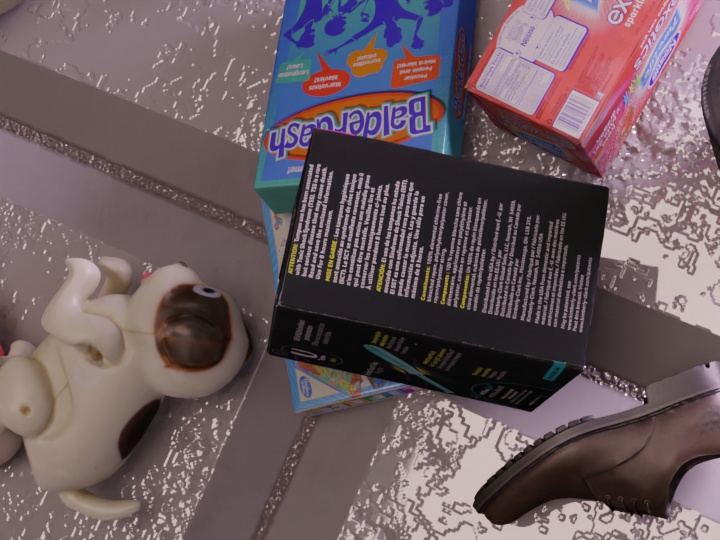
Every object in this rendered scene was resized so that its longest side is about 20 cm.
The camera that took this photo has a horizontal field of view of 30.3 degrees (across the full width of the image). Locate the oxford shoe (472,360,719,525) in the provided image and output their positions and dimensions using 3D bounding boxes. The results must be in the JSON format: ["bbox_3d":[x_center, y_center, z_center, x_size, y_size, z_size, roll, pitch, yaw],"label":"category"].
[{"bbox_3d":[0.173,0.139,0.913,0.200,0.073,0.085,-26,73,13],"label":"oxford shoe"}]

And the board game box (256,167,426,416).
[{"bbox_3d":[0.000,0.000,1.024,0.134,0.034,0.201,-14,74,17],"label":"board game box"}]

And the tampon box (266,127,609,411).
[{"bbox_3d":[0.047,0.003,0.904,0.199,0.150,0.127,12,73,-3],"label":"tampon box"}]

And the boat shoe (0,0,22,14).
[{"bbox_3d":[-0.355,-0.245,1.182,0.201,0.074,0.063,-38,77,13],"label":"boat shoe"}]

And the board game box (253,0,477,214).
[{"bbox_3d":[0.007,-0.145,1.019,0.152,0.045,0.201,-4,64,22],"label":"board game box"}]

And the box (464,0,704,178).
[{"bbox_3d":[0.175,-0.184,0.967,0.102,0.095,0.200,29,89,23],"label":"box"}]

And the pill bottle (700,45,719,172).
[{"bbox_3d":[0.276,-0.100,0.855,0.106,0.200,0.107,-4,78,19],"label":"pill bottle"}]

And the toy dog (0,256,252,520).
[{"bbox_3d":[-0.183,0.074,1.021,0.200,0.140,0.194,-30,71,9],"label":"toy dog"}]

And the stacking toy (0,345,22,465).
[{"bbox_3d":[-0.347,0.059,1.106,0.146,0.146,0.201,-13,57,17],"label":"stacking toy"}]
